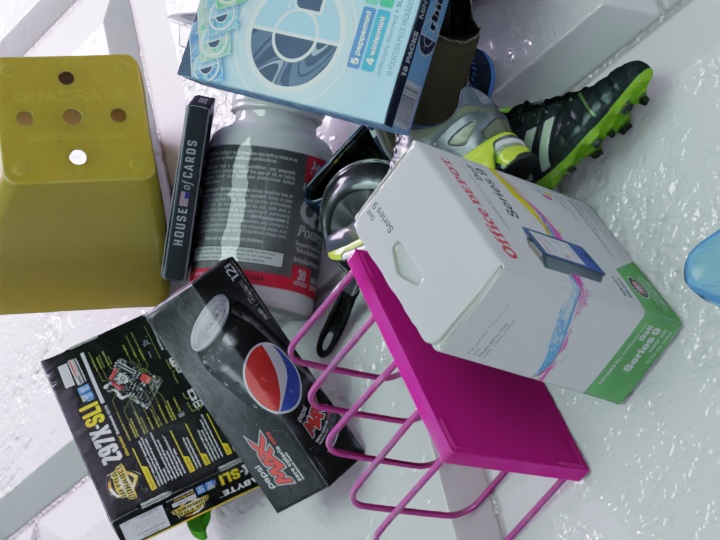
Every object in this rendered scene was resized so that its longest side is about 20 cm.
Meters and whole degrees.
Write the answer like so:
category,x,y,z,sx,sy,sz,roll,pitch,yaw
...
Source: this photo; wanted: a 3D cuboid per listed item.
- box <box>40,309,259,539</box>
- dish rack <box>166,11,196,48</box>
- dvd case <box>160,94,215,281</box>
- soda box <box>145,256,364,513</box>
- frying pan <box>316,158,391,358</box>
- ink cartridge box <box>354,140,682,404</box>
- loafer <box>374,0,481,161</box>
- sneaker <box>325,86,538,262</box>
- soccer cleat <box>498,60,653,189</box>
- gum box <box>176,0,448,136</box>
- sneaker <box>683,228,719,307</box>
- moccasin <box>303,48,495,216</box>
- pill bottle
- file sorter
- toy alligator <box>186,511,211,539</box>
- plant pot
category,x,y,z,sx,sy,sz,roll,pitch,yaw
box,-0.172,0.126,1.850,0.159,0.049,0.200,-26,50,-7
dish rack,-0.053,-0.185,1.791,0.200,0.171,0.044,22,112,53
dvd case,-0.151,-0.076,1.874,0.200,0.025,0.151,-112,30,-82
soda box,-0.086,0.094,1.741,0.071,0.063,0.200,-32,94,39
frying pan,-0.010,-0.014,1.752,0.190,0.031,0.115,-38,90,32
ink cartridge box,0.112,0.003,1.519,0.088,0.200,0.145,-54,44,22
loafer,0.052,-0.171,1.651,0.070,0.075,0.201,-165,71,-64
sneaker,0.047,-0.067,1.628,0.200,0.074,0.081,-33,68,32
soccer cleat,0.138,-0.103,1.614,0.200,0.067,0.081,-44,80,33
gum box,-0.030,-0.208,1.633,0.199,0.045,0.171,15,88,31
sneaker,0.291,-0.024,1.410,0.200,0.090,0.079,-18,65,45
moccasin,0.031,-0.106,1.744,0.200,0.068,0.081,-51,45,22
pill bottle,-0.082,-0.063,1.828,0.110,0.110,0.201,-2,78,48
file sorter,0.049,0.107,1.610,0.126,0.139,0.200,-51,46,29
toy alligator,-0.156,0.154,1.894,0.054,0.059,0.200,-23,50,-6
plant pot,-0.273,-0.091,1.937,0.177,0.199,0.201,114,149,-57
